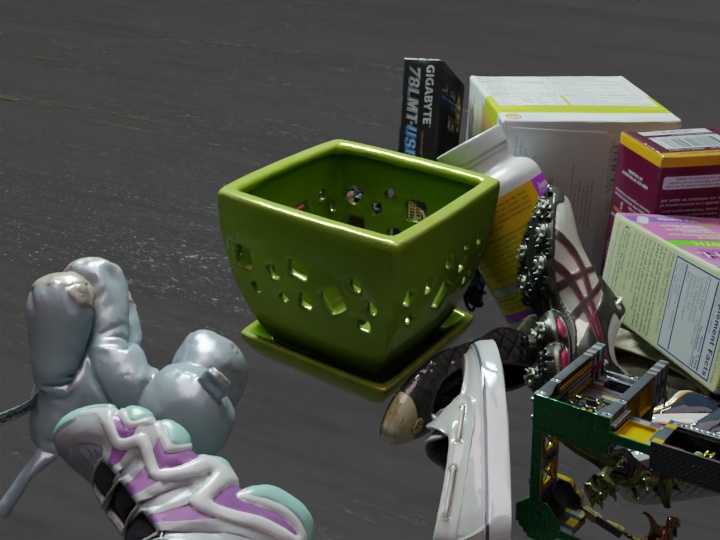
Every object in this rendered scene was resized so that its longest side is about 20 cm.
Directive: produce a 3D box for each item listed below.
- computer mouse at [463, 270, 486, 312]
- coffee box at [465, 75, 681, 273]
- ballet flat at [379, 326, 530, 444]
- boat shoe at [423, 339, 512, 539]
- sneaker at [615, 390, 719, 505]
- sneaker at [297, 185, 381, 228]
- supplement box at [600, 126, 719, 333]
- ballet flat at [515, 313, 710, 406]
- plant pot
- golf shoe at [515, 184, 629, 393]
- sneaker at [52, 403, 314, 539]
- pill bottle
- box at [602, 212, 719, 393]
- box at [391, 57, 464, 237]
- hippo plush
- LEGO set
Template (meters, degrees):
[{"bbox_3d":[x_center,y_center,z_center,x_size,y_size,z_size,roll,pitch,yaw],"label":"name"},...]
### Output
[{"bbox_3d":[0.045,-0.003,1.037,0.199,0.044,0.110,6,28,8],"label":"computer mouse"},{"bbox_3d":[0.236,-0.112,1.093,0.199,0.201,0.198,-1,26,-5],"label":"coffee box"},{"bbox_3d":[0.093,0.101,0.810,0.200,0.067,0.057,-24,47,-39],"label":"ballet flat"},{"bbox_3d":[0.082,0.135,0.717,0.065,0.072,0.201,-1,47,6],"label":"boat shoe"},{"bbox_3d":[0.298,0.137,0.737,0.199,0.079,0.080,0,32,0],"label":"sneaker"},{"bbox_3d":[-0.052,-0.048,1.045,0.200,0.098,0.071,-1,15,31],"label":"sneaker"},{"bbox_3d":[0.324,-0.040,0.955,0.110,0.201,0.086,-5,26,-13],"label":"supplement box"},{"bbox_3d":[0.234,0.086,0.853,0.199,0.068,0.062,11,40,18],"label":"ballet flat"},{"bbox_3d":[0.000,0.000,0.874,0.198,0.182,0.200,18,31,29],"label":"plant pot"},{"bbox_3d":[0.192,0.020,0.837,0.088,0.077,0.201,4,70,-9],"label":"golf shoe"},{"bbox_3d":[-0.139,0.175,0.601,0.199,0.078,0.140,24,35,6],"label":"sneaker"},{"bbox_3d":[0.156,-0.043,0.936,0.104,0.201,0.104,-29,3,2],"label":"pill bottle"},{"bbox_3d":[0.344,0.023,0.823,0.175,0.097,0.200,2,19,-15],"label":"box"},{"bbox_3d":[0.079,-0.127,1.050,0.049,0.200,0.200,4,4,12],"label":"box"},{"bbox_3d":[-0.174,0.080,0.727,0.160,0.160,0.200,6,26,9],"label":"hippo plush"},{"bbox_3d":[0.212,0.136,0.650,0.199,0.155,0.116,5,22,41],"label":"LEGO set"}]
